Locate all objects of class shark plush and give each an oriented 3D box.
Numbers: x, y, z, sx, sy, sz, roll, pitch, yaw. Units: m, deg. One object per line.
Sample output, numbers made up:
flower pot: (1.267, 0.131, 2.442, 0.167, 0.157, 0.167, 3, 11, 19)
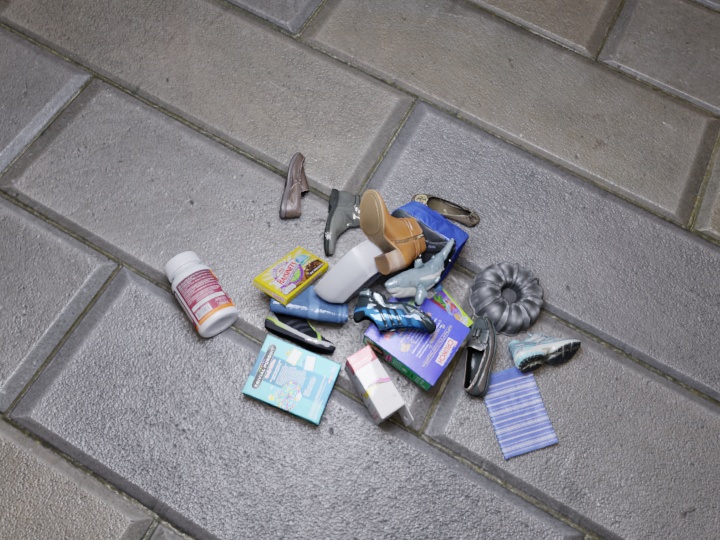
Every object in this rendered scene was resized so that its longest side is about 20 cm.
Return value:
shark plush: (0.150, 0.000, 1.248, 0.199, 0.091, 0.084, -36, 114, 1)

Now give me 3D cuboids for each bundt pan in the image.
bundt pan: (0.387, 0.064, 1.412, 0.199, 0.076, 0.204, 1, 68, -2)

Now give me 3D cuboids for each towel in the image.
towel: (-0.128, 0.082, 1.354, 0.198, 0.049, 0.112, 11, 32, -9)
towel: (0.386, 0.342, 1.330, 0.143, 0.024, 0.202, -13, 70, -8)

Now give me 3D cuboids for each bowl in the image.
bowl: (0.000, 0.000, 1.328, 0.075, 0.200, 0.200, 51, 36, 6)

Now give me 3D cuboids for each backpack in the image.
backpack: (0.162, -0.079, 1.409, 0.199, 0.164, 0.168, 34, 32, 14)

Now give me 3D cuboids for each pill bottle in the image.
pill bottle: (-0.398, 0.057, 1.344, 0.109, 0.110, 0.201, -33, 74, -15)

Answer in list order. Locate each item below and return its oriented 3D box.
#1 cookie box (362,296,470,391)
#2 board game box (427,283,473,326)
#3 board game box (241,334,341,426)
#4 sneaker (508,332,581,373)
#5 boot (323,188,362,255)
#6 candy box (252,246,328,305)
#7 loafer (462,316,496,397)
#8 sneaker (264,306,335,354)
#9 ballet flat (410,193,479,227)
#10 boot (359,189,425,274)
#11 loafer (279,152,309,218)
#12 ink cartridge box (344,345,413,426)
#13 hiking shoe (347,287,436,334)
cookie box: (0.133, 0.159, 1.308, 0.199, 0.075, 0.172, 36, 71, 12)
board game box: (0.168, 0.147, 1.381, 0.199, 0.045, 0.135, -36, 75, -16)
board game box: (-0.164, 0.265, 1.311, 0.198, 0.047, 0.152, 21, 69, 5)
sneaker: (0.465, 0.188, 1.368, 0.198, 0.078, 0.087, -7, 41, -20)
boot: (-0.028, -0.129, 1.469, 0.129, 0.068, 0.202, 10, 70, -6)
candy box: (-0.172, 0.009, 1.365, 0.102, 0.027, 0.200, 28, 36, 14)
loafer: (0.290, 0.208, 1.336, 0.063, 0.071, 0.202, 21, 70, -38)
sneaker: (-0.145, 0.139, 1.349, 0.198, 0.072, 0.083, 23, 67, 5)
ballet flat: (0.238, -0.173, 1.510, 0.198, 0.046, 0.068, 21, 68, 5)
boot: (0.079, -0.104, 1.257, 0.154, 0.073, 0.202, -28, 111, -42)
loafer: (-0.176, -0.230, 1.500, 0.070, 0.073, 0.202, 12, 73, -10)
ink cartridge box: (0.040, 0.289, 1.277, 0.067, 0.117, 0.201, -29, 72, -15)
hiking shoe: (0.076, 0.115, 1.251, 0.198, 0.074, 0.087, 20, 76, 17)
